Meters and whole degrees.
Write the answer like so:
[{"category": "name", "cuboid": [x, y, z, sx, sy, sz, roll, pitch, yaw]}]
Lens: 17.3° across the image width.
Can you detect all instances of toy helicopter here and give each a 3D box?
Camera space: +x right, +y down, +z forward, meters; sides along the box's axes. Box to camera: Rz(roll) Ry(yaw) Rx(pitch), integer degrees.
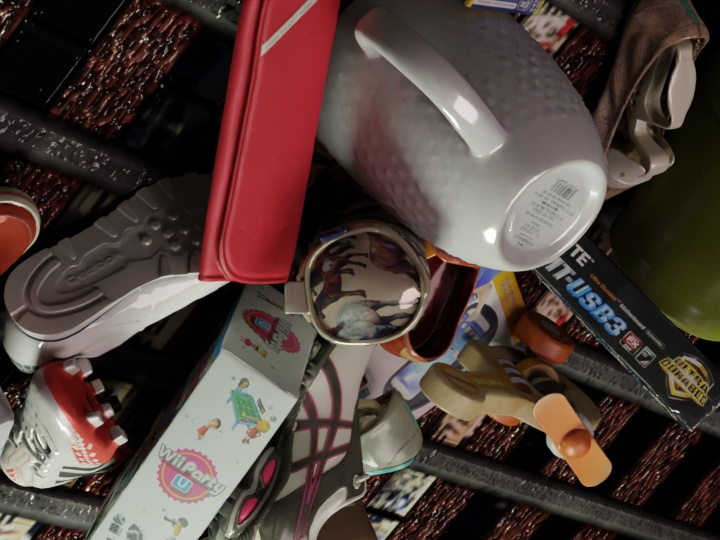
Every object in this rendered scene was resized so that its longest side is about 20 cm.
[{"category": "toy helicopter", "cuboid": [0.112, 0.096, 1.709, 0.079, 0.132, 0.200, -54, 151, 18]}]

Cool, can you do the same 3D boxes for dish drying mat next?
[{"category": "dish drying mat", "cuboid": [-0.054, -0.089, 1.460, 0.077, 0.018, 0.200, 0, 104, -47]}]

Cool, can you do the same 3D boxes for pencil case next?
[{"category": "pencil case", "cuboid": [0.000, 0.000, 1.541, 0.200, 0.089, 0.078, -80, 177, -84]}]

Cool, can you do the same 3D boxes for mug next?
[{"category": "mug", "cuboid": [0.060, -0.097, 1.493, 0.148, 0.175, 0.200, -43, 145, 0]}]

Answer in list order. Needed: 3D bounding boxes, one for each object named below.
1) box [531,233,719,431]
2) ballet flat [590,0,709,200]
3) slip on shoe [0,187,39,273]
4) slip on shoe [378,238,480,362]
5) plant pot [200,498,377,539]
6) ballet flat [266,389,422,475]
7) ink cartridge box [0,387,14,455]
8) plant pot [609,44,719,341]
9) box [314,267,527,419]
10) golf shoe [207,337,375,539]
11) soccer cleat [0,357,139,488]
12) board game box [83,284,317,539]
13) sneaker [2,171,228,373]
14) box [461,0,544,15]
[{"category": "box", "cuboid": [0.177, 0.027, 1.665, 0.050, 0.199, 0.200, -45, 173, 3]}, {"category": "ballet flat", "cuboid": [0.202, -0.110, 1.715, 0.068, 0.067, 0.200, -17, 138, -32]}, {"category": "slip on shoe", "cuboid": [-0.267, 0.027, 1.393, 0.200, 0.061, 0.074, -38, 144, -8]}, {"category": "slip on shoe", "cuboid": [0.063, -0.026, 1.650, 0.074, 0.061, 0.200, 10, 107, -33]}, {"category": "plant pot", "cuboid": [-0.060, 0.280, 1.724, 0.200, 0.175, 0.200, -22, 166, -6]}, {"category": "ballet flat", "cuboid": [-0.056, 0.129, 1.703, 0.200, 0.067, 0.064, -16, 113, 8]}, {"category": "ink cartridge box", "cuboid": [-0.310, 0.138, 1.434, 0.200, 0.047, 0.160, -31, 173, -20]}, {"category": "plant pot", "cuboid": [0.294, -0.054, 1.778, 0.200, 0.201, 0.193, 4, 135, -47]}, {"category": "box", "cuboid": [0.032, 0.062, 1.757, 0.200, 0.041, 0.119, -38, 145, -10]}, {"category": "golf shoe", "cuboid": [-0.028, 0.118, 1.640, 0.200, 0.088, 0.077, -61, -175, -16]}, {"category": "soccer cleat", "cuboid": [-0.195, 0.106, 1.518, 0.085, 0.069, 0.200, -26, 171, -3]}, {"category": "board game box", "cuboid": [-0.110, 0.118, 1.590, 0.200, 0.064, 0.148, -54, -174, 18]}, {"category": "sneaker", "cuboid": [-0.138, 0.002, 1.510, 0.200, 0.076, 0.081, -22, 153, -21]}, {"category": "box", "cuboid": [0.115, -0.260, 1.472, 0.070, 0.064, 0.200, 1, 128, -45]}]
